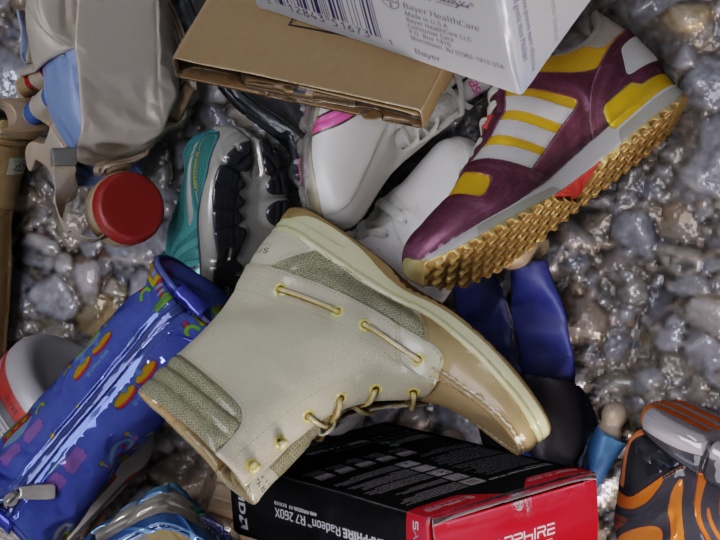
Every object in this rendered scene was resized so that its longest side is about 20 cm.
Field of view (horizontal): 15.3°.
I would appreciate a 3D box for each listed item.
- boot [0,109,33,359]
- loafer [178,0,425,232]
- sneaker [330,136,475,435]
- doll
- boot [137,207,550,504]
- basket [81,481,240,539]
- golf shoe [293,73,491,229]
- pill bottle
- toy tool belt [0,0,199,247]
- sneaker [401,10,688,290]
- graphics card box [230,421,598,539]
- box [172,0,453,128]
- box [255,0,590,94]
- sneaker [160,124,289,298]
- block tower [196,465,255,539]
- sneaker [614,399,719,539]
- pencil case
[{"bbox_3d":[-0.307,-0.020,1.820,0.175,0.066,0.200,15,100,27],"label":"boot"},{"bbox_3d":[-0.034,-0.111,1.673,0.072,0.073,0.200,-42,82,14],"label":"loafer"},{"bbox_3d":[0.000,0.000,1.607,0.200,0.088,0.075,-60,23,7],"label":"sneaker"},{"bbox_3d":[0.098,0.088,1.614,0.136,0.048,0.200,-19,81,37],"label":"doll"},{"bbox_3d":[-0.008,0.077,1.522,0.200,0.072,0.155,37,73,11],"label":"boot"},{"bbox_3d":[-0.115,0.223,1.574,0.139,0.200,0.176,-34,109,17],"label":"basket"},{"bbox_3d":[0.027,-0.110,1.592,0.092,0.073,0.200,11,64,28],"label":"golf shoe"},{"bbox_3d":[-0.237,0.146,1.757,0.200,0.116,0.116,-46,71,21],"label":"pill bottle"},{"bbox_3d":[-0.171,-0.104,1.727,0.123,0.125,0.200,154,111,-65],"label":"toy tool belt"},{"bbox_3d":[0.090,-0.070,1.564,0.200,0.075,0.090,-35,73,-16],"label":"sneaker"},{"bbox_3d":[0.028,0.136,1.569,0.200,0.125,0.051,11,109,51],"label":"graphics card box"},{"bbox_3d":[0.000,-0.176,1.595,0.163,0.021,0.200,13,56,21],"label":"box"},{"bbox_3d":[0.057,-0.225,1.538,0.184,0.105,0.200,21,58,26],"label":"box"},{"bbox_3d":[-0.089,0.007,1.711,0.080,0.077,0.200,20,105,54],"label":"sneaker"},{"bbox_3d":[-0.084,0.178,1.700,0.058,0.054,0.200,20,103,-10],"label":"block tower"},{"bbox_3d":[0.232,0.161,1.537,0.200,0.078,0.112,28,109,35],"label":"sneaker"},{"bbox_3d":[-0.155,0.084,1.627,0.078,0.087,0.200,42,95,3],"label":"pencil case"}]
